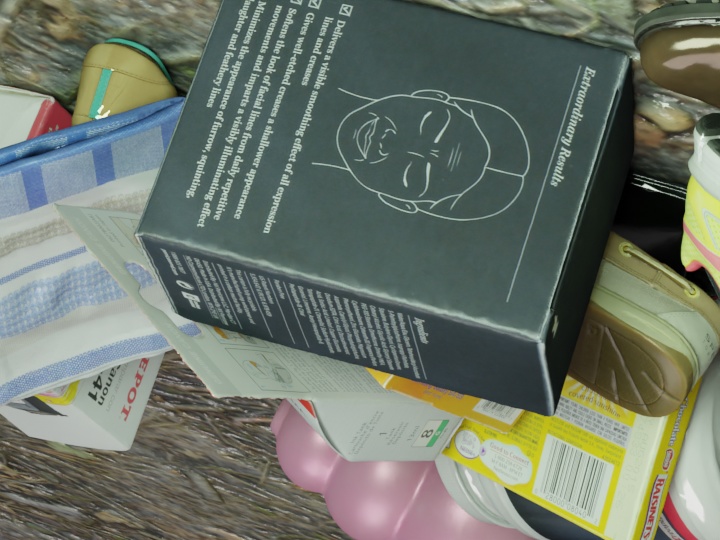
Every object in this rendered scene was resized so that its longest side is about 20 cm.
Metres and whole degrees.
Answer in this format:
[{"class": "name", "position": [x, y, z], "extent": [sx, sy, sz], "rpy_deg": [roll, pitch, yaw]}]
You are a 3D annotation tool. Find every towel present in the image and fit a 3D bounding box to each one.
[{"class": "towel", "position": [-0.152, -0.005, 1.324], "extent": [0.146, 0.024, 0.201], "rpy_deg": [-18, 145, -13]}]

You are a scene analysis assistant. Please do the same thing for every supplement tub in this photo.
[{"class": "supplement tub", "position": [0.151, 0.085, 1.372], "extent": [0.199, 0.141, 0.140], "rpy_deg": [-2, 151, 46]}]

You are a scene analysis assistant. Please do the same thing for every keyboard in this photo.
[{"class": "keyboard", "position": [0.083, -0.039, 1.290], "extent": [0.198, 0.040, 0.105], "rpy_deg": [17, 137, 10]}]

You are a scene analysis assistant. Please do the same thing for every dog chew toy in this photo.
[{"class": "dog chew toy", "position": [0.031, 0.142, 1.678], "extent": [0.199, 0.125, 0.125], "rpy_deg": [26, 161, 3]}]

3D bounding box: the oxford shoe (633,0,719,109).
[{"class": "oxford shoe", "position": [0.205, -0.057, 1.034], "extent": [0.199, 0.085, 0.073], "rpy_deg": [21, 162, 1]}]

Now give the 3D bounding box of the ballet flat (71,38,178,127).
[{"class": "ballet flat", "position": [-0.113, -0.056, 1.362], "extent": [0.068, 0.063, 0.200], "rpy_deg": [10, 159, 25]}]

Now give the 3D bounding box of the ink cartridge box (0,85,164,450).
[{"class": "ink cartridge box", "position": [-0.192, 0.001, 1.463], "extent": [0.085, 0.149, 0.200], "rpy_deg": [8, 158, 30]}]

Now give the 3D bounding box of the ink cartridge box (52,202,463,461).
[{"class": "ink cartridge box", "position": [-0.058, 0.035, 1.284], "extent": [0.199, 0.050, 0.161], "rpy_deg": [3, -145, -48]}]

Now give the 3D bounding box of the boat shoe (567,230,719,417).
[{"class": "boat shoe", "position": [0.095, -0.002, 1.242], "extent": [0.199, 0.066, 0.074], "rpy_deg": [36, 140, 18]}]

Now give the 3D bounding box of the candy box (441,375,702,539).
[{"class": "candy box", "position": [0.092, 0.066, 1.316], "extent": [0.026, 0.103, 0.199], "rpy_deg": [9, -169, -44]}]

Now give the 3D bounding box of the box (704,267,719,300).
[{"class": "box", "position": [0.268, 0.052, 1.196], "extent": [0.160, 0.044, 0.201], "rpy_deg": [11, 141, 46]}]

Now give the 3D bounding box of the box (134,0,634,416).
[{"class": "box", "position": [0.016, -0.039, 1.161], "extent": [0.198, 0.149, 0.107], "rpy_deg": [15, 161, 14]}]

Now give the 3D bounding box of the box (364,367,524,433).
[{"class": "box", "position": [0.000, 0.000, 1.296], "extent": [0.119, 0.042, 0.200], "rpy_deg": [23, -159, -52]}]

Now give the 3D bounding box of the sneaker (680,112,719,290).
[{"class": "sneaker", "position": [0.214, 0.016, 1.091], "extent": [0.078, 0.200, 0.091], "rpy_deg": [-10, 133, -33]}]
